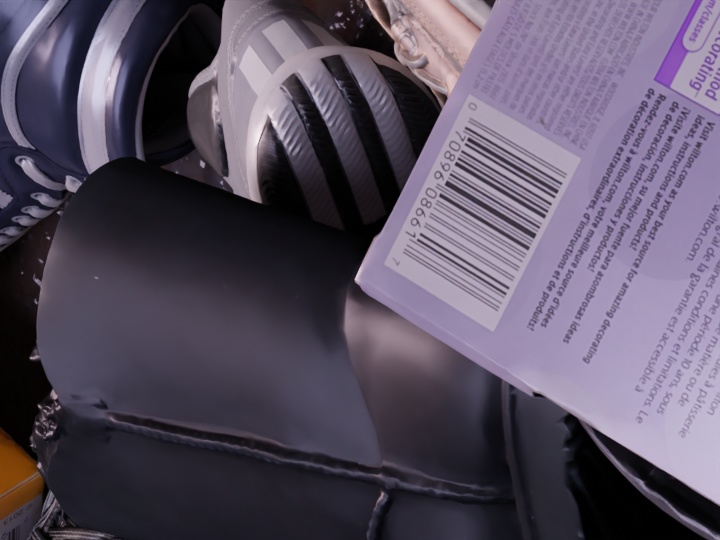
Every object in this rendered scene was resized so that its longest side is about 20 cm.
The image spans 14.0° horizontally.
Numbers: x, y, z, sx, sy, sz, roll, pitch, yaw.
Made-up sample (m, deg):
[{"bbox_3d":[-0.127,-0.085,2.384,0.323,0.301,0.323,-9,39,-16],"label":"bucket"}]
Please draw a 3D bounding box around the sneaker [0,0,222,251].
[{"bbox_3d":[-0.099,-0.036,0.928,0.108,0.070,0.200,27,142,10],"label":"sneaker"}]

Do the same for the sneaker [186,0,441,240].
[{"bbox_3d":[0.000,0.000,0.863,0.116,0.075,0.200,-125,18,-52],"label":"sneaker"}]

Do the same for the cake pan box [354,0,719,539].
[{"bbox_3d":[0.116,-0.031,0.600,0.184,0.052,0.200,31,100,28],"label":"cake pan box"}]

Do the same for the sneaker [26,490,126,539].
[{"bbox_3d":[-0.068,0.082,0.940,0.078,0.085,0.200,26,124,34],"label":"sneaker"}]

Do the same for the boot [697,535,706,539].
[{"bbox_3d":[0.086,0.060,0.797,0.200,0.075,0.097,-19,89,36],"label":"boot"}]

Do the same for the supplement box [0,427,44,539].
[{"bbox_3d":[-0.178,0.102,1.029,0.126,0.074,0.200,43,148,22],"label":"supplement box"}]

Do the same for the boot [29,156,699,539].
[{"bbox_3d":[0.001,0.072,0.758,0.168,0.076,0.200,10,119,33],"label":"boot"}]

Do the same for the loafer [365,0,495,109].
[{"bbox_3d":[0.043,-0.047,0.760,0.200,0.072,0.063,51,127,35],"label":"loafer"}]
